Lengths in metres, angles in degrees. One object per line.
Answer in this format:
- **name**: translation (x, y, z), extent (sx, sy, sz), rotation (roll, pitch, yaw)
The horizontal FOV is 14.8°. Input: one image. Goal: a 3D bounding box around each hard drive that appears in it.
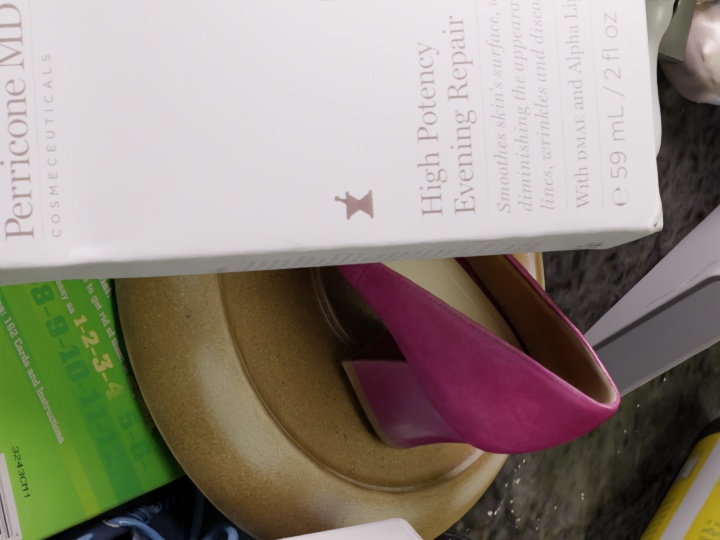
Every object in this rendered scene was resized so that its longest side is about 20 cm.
- **hard drive**: translation (0.172, -0.016, 1.197), extent (0.026, 0.132, 0.200), rotation (52, 50, -2)

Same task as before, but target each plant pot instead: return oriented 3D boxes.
- **plant pot**: translation (0.000, 0.000, 0.952), extent (0.199, 0.027, 0.201), rotation (9, 76, -43)

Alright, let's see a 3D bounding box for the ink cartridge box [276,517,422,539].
- **ink cartridge box**: translation (-0.055, 0.181, 0.886), extent (0.144, 0.085, 0.200), rotation (-5, 137, -48)

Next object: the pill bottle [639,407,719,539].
- **pill bottle**: translation (0.166, 0.164, 1.257), extent (0.200, 0.114, 0.115), rotation (-55, 141, -26)

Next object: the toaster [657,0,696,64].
- **toaster**: translation (0.051, -0.177, 0.958), extent (0.200, 0.118, 0.182), rotation (10, 93, -56)

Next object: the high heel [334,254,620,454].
- **high heel**: translation (0.009, -0.029, 0.879), extent (0.067, 0.096, 0.201), rotation (-34, 107, -42)

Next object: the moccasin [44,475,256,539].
- **moccasin**: translation (-0.088, 0.116, 0.913), extent (0.200, 0.068, 0.081), rotation (-23, 120, -49)

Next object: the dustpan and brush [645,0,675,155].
- **dustpan and brush**: translation (0.102, -0.114, 0.913), extent (0.139, 0.057, 0.201), rotation (-19, 110, -49)

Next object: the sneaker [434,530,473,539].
- **sneaker**: translation (-0.011, 0.158, 1.043), extent (0.200, 0.076, 0.091), rotation (-9, 118, -51)

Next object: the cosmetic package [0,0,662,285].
- **cosmetic package**: translation (-0.017, -0.051, 0.826), extent (0.074, 0.199, 0.102), rotation (152, -67, -81)

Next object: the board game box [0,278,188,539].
- **board game box**: translation (-0.086, 0.027, 0.899), extent (0.200, 0.030, 0.096), rotation (-21, 102, -48)

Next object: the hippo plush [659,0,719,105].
- **hippo plush**: translation (0.226, -0.134, 1.186), extent (0.200, 0.160, 0.160), rotation (-8, 108, -54)
